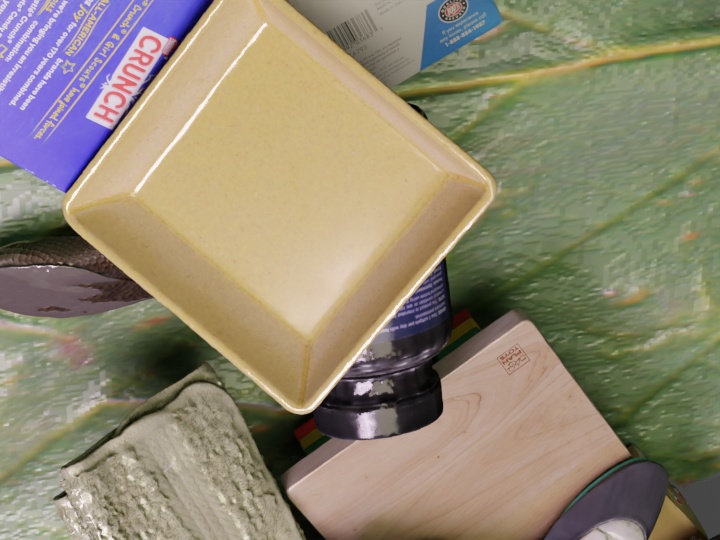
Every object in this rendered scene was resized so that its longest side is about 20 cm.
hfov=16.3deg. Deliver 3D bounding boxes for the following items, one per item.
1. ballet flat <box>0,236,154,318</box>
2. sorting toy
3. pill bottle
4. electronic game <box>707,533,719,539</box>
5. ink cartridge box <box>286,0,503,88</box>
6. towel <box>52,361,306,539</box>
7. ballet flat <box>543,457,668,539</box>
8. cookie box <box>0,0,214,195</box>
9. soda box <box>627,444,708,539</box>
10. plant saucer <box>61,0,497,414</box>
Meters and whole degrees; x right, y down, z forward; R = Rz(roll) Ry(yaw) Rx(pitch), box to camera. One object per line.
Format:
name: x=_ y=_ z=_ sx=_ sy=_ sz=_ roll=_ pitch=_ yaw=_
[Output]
ballet flat: x=-0.151 y=-0.007 z=1.616 sx=0.199 sy=0.046 sz=0.067 roll=-6 pitch=151 yaw=-8
sorting toy: x=0.070 y=0.135 z=1.740 sx=0.200 sy=0.070 sz=0.199 roll=-36 pitch=126 yaw=4
pill bottle: x=0.000 y=0.000 z=1.595 sx=0.111 sy=0.112 sz=0.201 roll=-10 pitch=105 yaw=-11
electronic game: x=0.228 y=0.253 z=1.829 sx=0.200 sy=0.042 sz=0.200 roll=-29 pitch=154 yaw=-16
ink cartridge box: x=-0.010 y=-0.211 z=1.525 sx=0.116 sy=0.067 sz=0.200 roll=-30 pitch=123 yaw=0
towel: x=-0.105 y=0.176 z=1.627 sx=0.148 sy=0.036 sz=0.200 roll=-39 pitch=112 yaw=-32
ballet flat: x=0.145 y=0.215 z=1.734 sx=0.200 sy=0.073 sz=0.073 roll=-41 pitch=122 yaw=7
cookie box: x=-0.207 y=-0.165 z=1.485 sx=0.200 sy=0.075 sz=0.171 roll=32 pitch=107 yaw=-29
soda box: x=0.150 y=0.222 z=1.818 sx=0.200 sy=0.068 sz=0.064 roll=-41 pitch=121 yaw=8
plant saucer: x=-0.046 y=-0.048 z=1.506 sx=0.200 sy=0.048 sz=0.200 roll=40 pitch=112 yaw=0
